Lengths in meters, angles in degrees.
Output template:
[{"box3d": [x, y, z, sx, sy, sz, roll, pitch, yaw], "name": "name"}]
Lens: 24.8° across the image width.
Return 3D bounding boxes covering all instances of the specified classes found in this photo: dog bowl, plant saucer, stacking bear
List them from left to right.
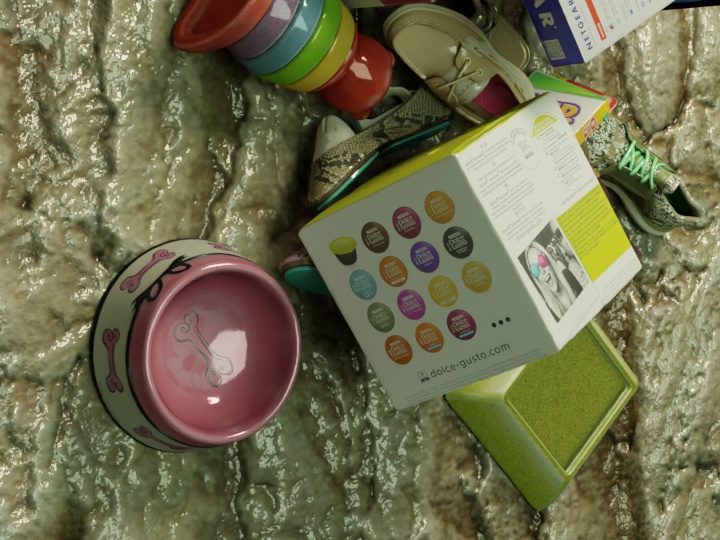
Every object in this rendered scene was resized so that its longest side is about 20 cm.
[{"box3d": [-0.141, 0.072, 1.494, 0.200, 0.074, 0.201, -3, 96, -35], "name": "dog bowl"}, {"box3d": [-0.052, -0.213, 1.514, 0.200, 0.114, 0.122, 29, 77, -37], "name": "stacking bear"}, {"box3d": [0.212, 0.128, 1.762, 0.200, 0.048, 0.200, -50, 119, -21], "name": "plant saucer"}]

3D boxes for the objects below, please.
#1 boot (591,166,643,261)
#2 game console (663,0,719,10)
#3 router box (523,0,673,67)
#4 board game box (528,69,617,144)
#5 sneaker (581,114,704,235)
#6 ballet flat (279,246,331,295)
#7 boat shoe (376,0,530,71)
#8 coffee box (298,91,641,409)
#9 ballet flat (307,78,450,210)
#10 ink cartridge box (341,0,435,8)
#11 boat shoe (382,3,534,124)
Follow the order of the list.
[{"box3d": [0.207, -0.027, 1.716, 0.200, 0.072, 0.167, -41, 103, -34], "name": "boot"}, {"box3d": [0.233, -0.280, 1.647, 0.176, 0.200, 0.117, -34, 111, -28], "name": "game console"}, {"box3d": [0.209, -0.314, 1.479, 0.179, 0.049, 0.200, -35, 110, -27], "name": "router box"}, {"box3d": [0.170, -0.134, 1.682, 0.200, 0.095, 0.030, -45, 143, -25], "name": "board game box"}, {"box3d": [0.310, -0.110, 1.785, 0.200, 0.089, 0.077, 38, 73, -31], "name": "sneaker"}, {"box3d": [0.000, 0.000, 1.598, 0.200, 0.069, 0.071, 22, 63, -38], "name": "ballet flat"}, {"box3d": [0.104, -0.247, 1.642, 0.200, 0.065, 0.072, 27, 78, -34], "name": "boat shoe"}, {"box3d": [0.104, -0.021, 1.521, 0.200, 0.199, 0.198, -36, 99, -51], "name": "coffee box"}, {"box3d": [0.004, -0.131, 1.592, 0.200, 0.068, 0.075, -35, 91, -34], "name": "ballet flat"}, {"box3d": [0.067, -0.351, 1.501, 0.200, 0.145, 0.145, -37, 114, -27], "name": "ink cartridge box"}, {"box3d": [0.106, -0.192, 1.607, 0.200, 0.069, 0.074, 28, 123, -34], "name": "boat shoe"}]
